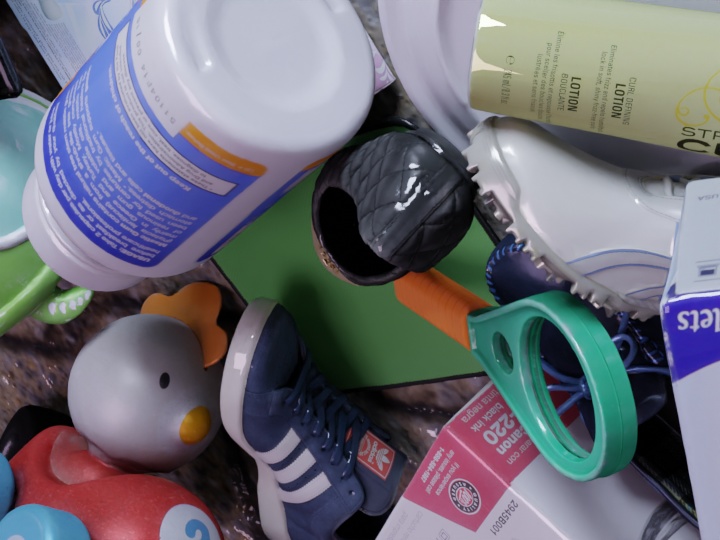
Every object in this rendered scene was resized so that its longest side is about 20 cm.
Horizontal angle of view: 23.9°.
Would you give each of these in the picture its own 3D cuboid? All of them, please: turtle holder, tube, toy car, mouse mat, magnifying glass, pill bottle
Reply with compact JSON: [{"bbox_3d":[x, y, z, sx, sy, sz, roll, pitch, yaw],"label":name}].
[{"bbox_3d":[-0.237,-0.027,0.987,0.132,0.186,0.141,45,170,-37],"label":"turtle holder"},{"bbox_3d":[0.142,-0.071,0.652,0.199,0.052,0.058,11,172,9],"label":"tube"},{"bbox_3d":[-0.125,0.102,0.999,0.177,0.184,0.201,27,92,45],"label":"toy car"},{"bbox_3d":[0.000,0.000,0.887,0.200,0.008,0.161,-12,122,45],"label":"mouse mat"},{"bbox_3d":[0.064,0.033,0.765,0.200,0.022,0.080,-142,40,-62],"label":"magnifying glass"},{"bbox_3d":[-0.089,-0.064,0.814,0.112,0.112,0.200,55,140,-1],"label":"pill bottle"}]

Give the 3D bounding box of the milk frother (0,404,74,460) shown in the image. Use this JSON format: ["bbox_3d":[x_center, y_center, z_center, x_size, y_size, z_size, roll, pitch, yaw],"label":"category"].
[{"bbox_3d":[-0.202,0.216,1.188,0.200,0.181,0.188,39,-174,-25],"label":"milk frother"}]

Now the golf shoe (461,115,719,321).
[{"bbox_3d":[0.138,-0.018,0.698,0.200,0.078,0.097,33,118,-15],"label":"golf shoe"}]

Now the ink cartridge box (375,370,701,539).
[{"bbox_3d":[0.115,0.158,0.855,0.200,0.085,0.146,41,142,13],"label":"ink cartridge box"}]

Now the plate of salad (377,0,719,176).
[{"bbox_3d":[0.104,-0.105,0.704,0.199,0.048,0.201,13,134,13],"label":"plate of salad"}]

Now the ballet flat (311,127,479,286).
[{"bbox_3d":[0.002,-0.022,0.771,0.066,0.057,0.200,47,167,-2],"label":"ballet flat"}]

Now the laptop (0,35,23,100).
[{"bbox_3d":[-0.240,-0.201,0.934,0.187,0.116,0.201,0,118,45],"label":"laptop"}]

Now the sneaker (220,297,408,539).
[{"bbox_3d":[-0.019,0.091,0.945,0.084,0.075,0.200,11,145,20],"label":"sneaker"}]

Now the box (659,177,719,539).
[{"bbox_3d":[0.219,0.064,0.618,0.183,0.105,0.201,-7,115,20],"label":"box"}]

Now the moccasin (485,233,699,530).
[{"bbox_3d":[0.133,0.056,0.771,0.200,0.068,0.081,40,140,12],"label":"moccasin"}]

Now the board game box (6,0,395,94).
[{"bbox_3d":[-0.101,-0.141,0.892,0.199,0.043,0.200,-25,98,51],"label":"board game box"}]
